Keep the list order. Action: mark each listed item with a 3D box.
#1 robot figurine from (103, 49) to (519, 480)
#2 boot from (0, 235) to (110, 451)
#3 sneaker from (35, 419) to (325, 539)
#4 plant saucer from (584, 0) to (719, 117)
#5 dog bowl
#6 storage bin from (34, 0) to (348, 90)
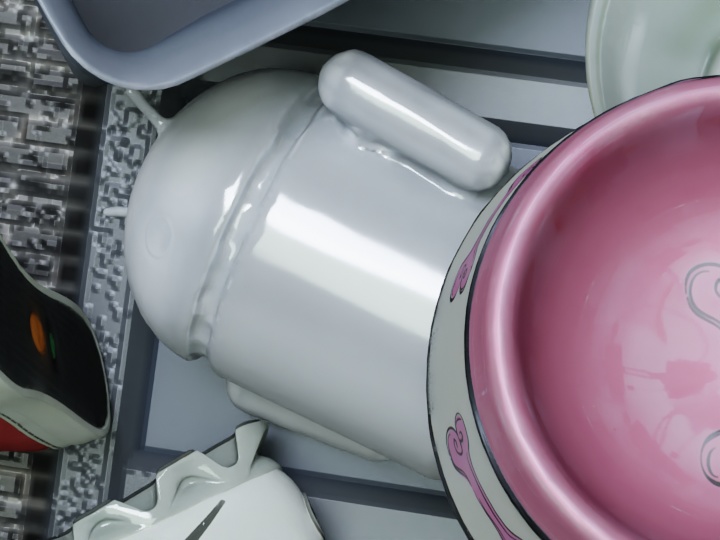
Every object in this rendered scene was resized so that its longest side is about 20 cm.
[{"bbox_3d":[0.000,0.000,1.044,0.200,0.113,0.170,26,128,7],"label":"robot figurine"},{"bbox_3d":[-0.186,0.031,1.033,0.144,0.200,0.073,-13,67,9],"label":"boot"},{"bbox_3d":[-0.100,0.140,1.060,0.200,0.074,0.089,-30,79,-6],"label":"sneaker"},{"bbox_3d":[0.173,-0.060,1.002,0.200,0.050,0.201,7,123,10],"label":"plant saucer"},{"bbox_3d":[0.120,0.028,0.922,0.200,0.074,0.201,0,75,0],"label":"dog bowl"},{"bbox_3d":[-0.045,-0.149,1.015,0.200,0.134,0.146,-29,91,-15],"label":"storage bin"}]
